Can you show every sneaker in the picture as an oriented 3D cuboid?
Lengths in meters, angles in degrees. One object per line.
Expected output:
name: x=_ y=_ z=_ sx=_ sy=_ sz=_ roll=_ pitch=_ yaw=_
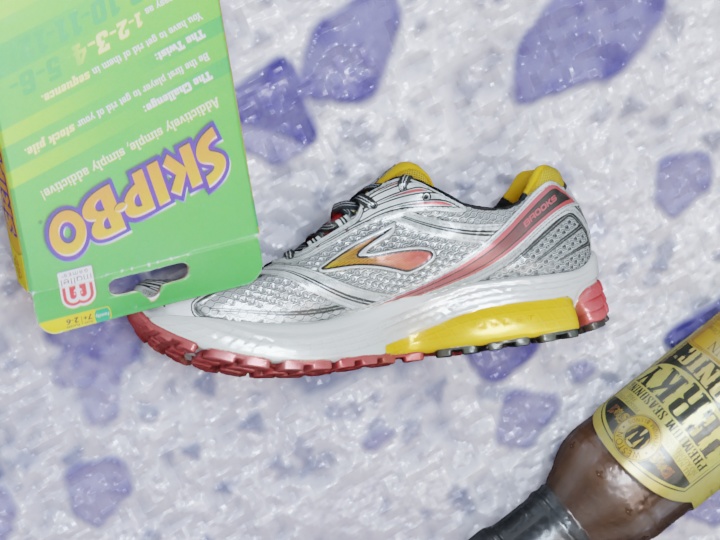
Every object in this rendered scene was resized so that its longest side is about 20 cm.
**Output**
sneaker: x=0.000 y=0.000 z=1.087 sx=0.200 sy=0.078 sz=0.082 roll=-8 pitch=88 yaw=-16

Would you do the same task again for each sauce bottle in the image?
sauce bottle: x=0.136 y=0.079 z=1.174 sx=0.200 sy=0.065 sz=0.065 roll=-39 pitch=121 yaw=-6

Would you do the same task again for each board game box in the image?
board game box: x=-0.099 y=-0.081 z=1.007 sx=0.095 sy=0.030 sz=0.200 roll=-14 pitch=104 yaw=-17
